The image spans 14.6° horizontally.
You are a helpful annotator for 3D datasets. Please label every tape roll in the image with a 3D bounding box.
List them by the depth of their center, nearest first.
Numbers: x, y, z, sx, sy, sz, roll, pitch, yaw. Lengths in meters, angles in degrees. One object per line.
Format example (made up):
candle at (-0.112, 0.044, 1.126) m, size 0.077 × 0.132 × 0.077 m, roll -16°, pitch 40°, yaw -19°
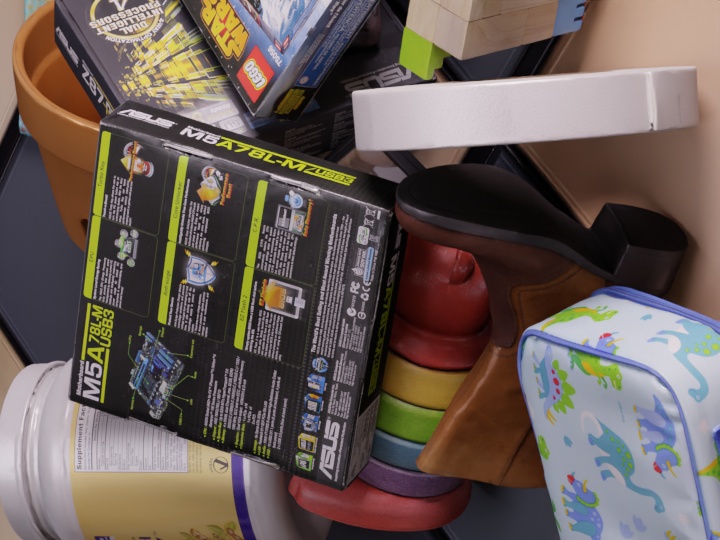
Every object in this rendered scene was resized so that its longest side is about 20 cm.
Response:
tape roll at (0.096, -0.094, 1.621) m, size 0.203 × 0.203 × 0.037 m, roll 0°, pitch 95°, yaw 49°

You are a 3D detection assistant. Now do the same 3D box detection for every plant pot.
plant pot at (-0.135, -0.091, 1.908) m, size 0.200 × 0.200 × 0.140 m, roll 39°, pitch 140°, yaw 38°

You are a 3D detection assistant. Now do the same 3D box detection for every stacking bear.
stacking bear at (0.039, 0.055, 1.763) m, size 0.114 × 0.121 × 0.200 m, roll 19°, pitch 123°, yaw 6°

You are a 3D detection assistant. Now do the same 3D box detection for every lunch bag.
lunch bag at (0.177, 0.117, 1.604) m, size 0.161 × 0.082 × 0.200 m, roll 18°, pitch 128°, yaw 55°

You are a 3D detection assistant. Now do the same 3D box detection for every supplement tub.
supplement tub at (-0.126, 0.122, 1.867) m, size 0.200 × 0.145 × 0.145 m, roll -1°, pitch 96°, yaw 19°

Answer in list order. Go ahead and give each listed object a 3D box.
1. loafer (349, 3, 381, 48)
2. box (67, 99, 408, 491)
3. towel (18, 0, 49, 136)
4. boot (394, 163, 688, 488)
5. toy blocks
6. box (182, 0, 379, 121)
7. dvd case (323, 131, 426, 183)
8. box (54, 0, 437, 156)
loafer at (-0.018, -0.226, 1.821) m, size 0.072 × 0.063 × 0.200 m, roll 132°, pitch 146°, yaw -51°
box at (-0.076, 0.016, 1.707) m, size 0.193 × 0.048 × 0.200 m, roll 18°, pitch 119°, yaw 17°
towel at (-0.208, -0.187, 2.091) m, size 0.147 × 0.022 × 0.200 m, roll 18°, pitch 110°, yaw 47°
boot at (0.077, 0.038, 1.686) m, size 0.200 × 0.188 × 0.068 m, roll -64°, pitch 33°, yaw 31°
toy blocks at (0.104, -0.213, 1.652) m, size 0.100 × 0.137 × 0.200 m, roll 35°, pitch 128°, yaw 38°
box at (-0.061, -0.210, 1.749) m, size 0.137 × 0.040 × 0.200 m, roll -53°, pitch 51°, yaw 30°
dvd case at (0.000, 0.000, 1.830) m, size 0.143 × 0.018 × 0.200 m, roll 44°, pitch 135°, yaw -7°
box at (-0.076, -0.137, 1.807) m, size 0.161 × 0.200 × 0.049 m, roll 59°, pitch 156°, yaw 29°
